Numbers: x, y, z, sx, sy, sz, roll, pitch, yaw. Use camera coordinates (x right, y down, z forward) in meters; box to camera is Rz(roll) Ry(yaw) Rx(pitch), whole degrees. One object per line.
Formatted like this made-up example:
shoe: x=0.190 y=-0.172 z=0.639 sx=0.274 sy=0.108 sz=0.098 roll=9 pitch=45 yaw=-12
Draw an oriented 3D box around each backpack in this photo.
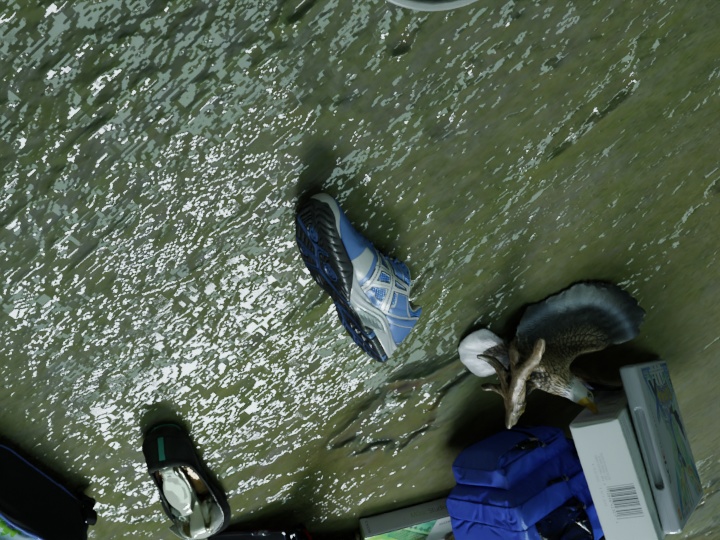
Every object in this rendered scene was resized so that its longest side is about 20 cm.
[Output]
backpack: x=-0.402 y=0.301 z=0.660 sx=0.200 sy=0.147 sz=0.183 roll=-33 pitch=123 yaw=7
backpack: x=0.232 y=0.281 z=0.833 sx=0.200 sy=0.162 sz=0.168 roll=-12 pitch=90 yaw=-29

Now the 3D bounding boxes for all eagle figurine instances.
eagle figurine: x=0.234 y=0.110 z=0.780 sx=0.200 sy=0.151 sz=0.152 roll=-22 pitch=176 yaw=-40

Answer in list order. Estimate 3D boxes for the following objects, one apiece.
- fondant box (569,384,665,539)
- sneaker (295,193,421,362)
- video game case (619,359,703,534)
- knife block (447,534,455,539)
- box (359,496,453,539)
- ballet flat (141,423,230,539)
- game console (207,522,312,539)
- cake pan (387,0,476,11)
fondant box: x=0.323 y=0.226 z=0.787 sx=0.058 sy=0.145 sz=0.200 roll=-20 pitch=173 yaw=30
sneaker: x=0.000 y=0.000 z=0.659 sx=0.077 sy=0.076 sz=0.200 roll=-40 pitch=128 yaw=-19
video game case: x=0.372 y=0.202 z=0.798 sx=0.022 sy=0.183 sz=0.200 roll=-19 pitch=165 yaw=31
knife block: x=0.161 y=0.399 z=0.931 sx=0.175 sy=0.200 sz=0.064 roll=3 pitch=127 yaw=15
box: x=0.073 y=0.424 z=0.960 sx=0.144 sy=0.036 sz=0.200 roll=-10 pitch=122 yaw=-12
ballet flat: x=-0.200 y=0.265 z=0.750 sx=0.068 sy=0.068 sz=0.200 roll=-21 pitch=125 yaw=-5
game console: x=-0.098 y=0.437 z=0.840 sx=0.118 sy=0.172 sz=0.200 roll=-21 pitch=122 yaw=-22
cake pan: x=0.059 y=-0.305 z=0.495 sx=0.200 sy=0.037 sz=0.201 roll=-8 pitch=123 yaw=-13
